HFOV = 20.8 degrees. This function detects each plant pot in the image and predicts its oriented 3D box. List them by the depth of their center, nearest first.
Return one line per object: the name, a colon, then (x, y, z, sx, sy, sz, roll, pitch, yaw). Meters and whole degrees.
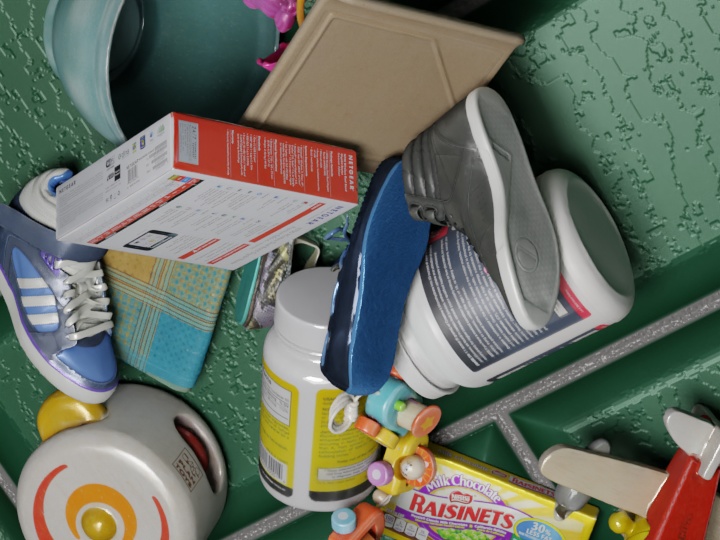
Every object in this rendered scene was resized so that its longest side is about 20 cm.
plant pot: (-0.185, -0.198, 1.671, 0.133, 0.199, 0.202, 20, 119, 37)

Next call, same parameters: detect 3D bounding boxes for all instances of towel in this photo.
towel: (-0.190, 0.001, 1.825, 0.146, 0.022, 0.201, 26, 115, 13)

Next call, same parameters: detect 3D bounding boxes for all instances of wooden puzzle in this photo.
wooden puzzle: (0.009, -0.151, 1.586, 0.184, 0.038, 0.200, 9, 141, -30)

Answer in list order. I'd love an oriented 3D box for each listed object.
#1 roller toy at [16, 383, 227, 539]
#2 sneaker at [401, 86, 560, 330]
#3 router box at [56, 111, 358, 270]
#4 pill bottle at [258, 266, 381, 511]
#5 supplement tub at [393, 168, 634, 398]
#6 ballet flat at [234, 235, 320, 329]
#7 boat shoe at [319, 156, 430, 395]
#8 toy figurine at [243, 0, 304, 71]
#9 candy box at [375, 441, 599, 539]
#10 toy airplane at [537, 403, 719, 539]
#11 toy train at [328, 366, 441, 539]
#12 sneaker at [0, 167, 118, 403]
roller toy: (-0.227, 0.212, 1.863, 0.181, 0.140, 0.202, 18, 115, 7)
sneaker: (0.095, -0.038, 1.592, 0.099, 0.070, 0.202, -25, 74, 39)
router box: (-0.130, -0.061, 1.628, 0.199, 0.178, 0.049, -25, 62, 50)
pill bottle: (-0.033, 0.106, 1.764, 0.113, 0.115, 0.202, 12, 124, 11)
supplement tub: (0.121, 0.014, 1.682, 0.199, 0.140, 0.141, -27, 102, 23)
ballet flat: (-0.067, -0.039, 1.765, 0.071, 0.072, 0.202, 15, 115, 9)
boat shoe: (0.000, 0.000, 1.639, 0.068, 0.084, 0.202, 12, 82, 50)
toy figurine: (-0.060, -0.248, 1.587, 0.199, 0.150, 0.185, 36, 137, 30)
candy box: (0.114, 0.232, 1.838, 0.198, 0.026, 0.103, 21, 112, 7)
toy airplane: (0.270, 0.212, 1.739, 0.198, 0.141, 0.201, -26, 96, -15)
toy train: (0.021, 0.179, 1.735, 0.055, 0.150, 0.201, 24, 132, 28)
sneaker: (-0.258, 0.005, 1.792, 0.146, 0.080, 0.201, -44, 71, 37)
